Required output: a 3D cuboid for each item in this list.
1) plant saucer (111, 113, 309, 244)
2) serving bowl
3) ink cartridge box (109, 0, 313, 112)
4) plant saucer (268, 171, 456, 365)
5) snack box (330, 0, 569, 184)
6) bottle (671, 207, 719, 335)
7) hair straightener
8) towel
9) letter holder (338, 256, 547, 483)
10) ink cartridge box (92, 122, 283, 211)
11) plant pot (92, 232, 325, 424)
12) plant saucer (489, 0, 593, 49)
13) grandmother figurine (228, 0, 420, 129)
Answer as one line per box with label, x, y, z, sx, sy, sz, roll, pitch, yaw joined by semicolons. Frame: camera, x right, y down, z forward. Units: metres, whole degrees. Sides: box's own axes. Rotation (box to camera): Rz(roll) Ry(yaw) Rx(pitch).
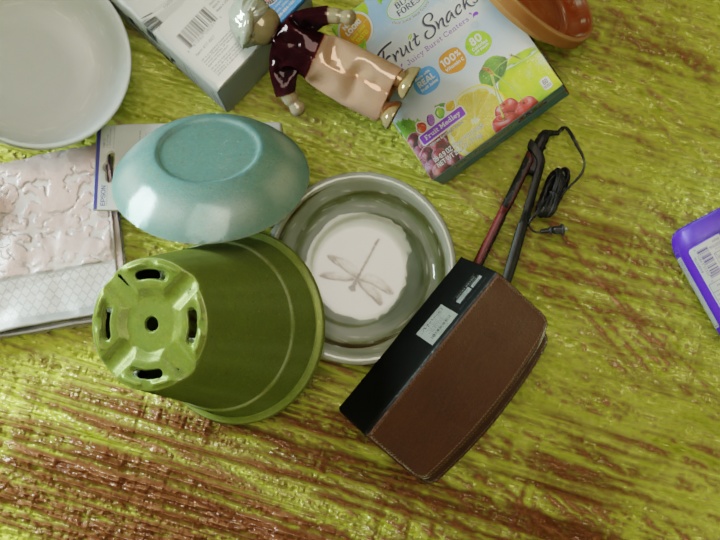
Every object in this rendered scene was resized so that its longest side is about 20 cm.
plant saucer;-0.151;-0.106;1.396;0.199;0.039;0.202;0;42;0
serving bowl;-0.344;-0.219;1.465;0.199;0.066;0.202;4;80;-22
ink cartridge box;-0.169;-0.294;1.495;0.200;0.084;0.146;43;85;9
plant saucer;0.000;0.000;1.455;0.198;0.050;0.202;0;81;2
snack box;0.093;-0.220;1.464;0.168;0.068;0.201;-36;79;11
bottle;0.397;0.034;1.427;0.083;0.065;0.201;-28;80;-2
hair straightener;0.184;-0.061;1.470;0.076;0.041;0.201;24;78;6
towel;-0.351;-0.027;1.483;0.198;0.032;0.193;-10;80;-1
letter holder;0.103;0.114;1.383;0.142;0.101;0.200;41;86;-18
ink cartridge box;-0.181;-0.105;1.483;0.198;0.039;0.100;1;76;1
plant pot;-0.161;0.052;1.354;0.198;0.190;0.202;-1;86;21
plant saucer;0.162;-0.309;1.446;0.032;0.200;0.201;-40;79;32
grandmother figurine;-0.046;-0.215;1.417;0.199;0.061;0.122;30;99;0
